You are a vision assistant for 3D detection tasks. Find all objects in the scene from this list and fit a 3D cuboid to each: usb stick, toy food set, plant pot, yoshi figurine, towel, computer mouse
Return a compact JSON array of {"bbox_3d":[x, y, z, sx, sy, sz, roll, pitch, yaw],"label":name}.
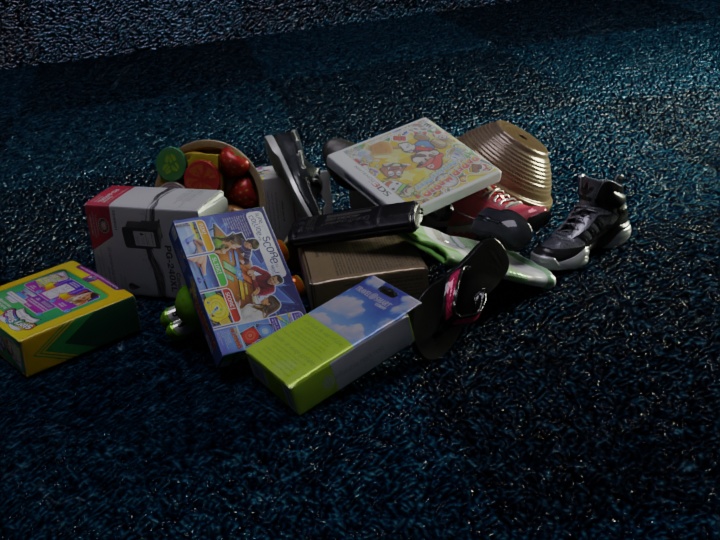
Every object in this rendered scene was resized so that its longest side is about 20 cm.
[{"bbox_3d":[-0.008,-0.063,1.424,0.197,0.033,0.056,-7,41,24],"label":"usb stick"},{"bbox_3d":[-0.240,-0.101,1.591,0.195,0.204,0.049,5,11,15],"label":"toy food set"},{"bbox_3d":[0.241,-0.179,1.669,0.199,0.093,0.201,27,22,-12],"label":"plant pot"},{"bbox_3d":[-0.173,0.033,1.384,0.198,0.113,0.112,-26,40,-23],"label":"yoshi figurine"},{"bbox_3d":[0.161,-0.024,1.427,0.198,0.031,0.149,13,12,-34],"label":"towel"},{"bbox_3d":[0.161,-0.082,1.485,0.198,0.034,0.059,24,77,30],"label":"computer mouse"}]

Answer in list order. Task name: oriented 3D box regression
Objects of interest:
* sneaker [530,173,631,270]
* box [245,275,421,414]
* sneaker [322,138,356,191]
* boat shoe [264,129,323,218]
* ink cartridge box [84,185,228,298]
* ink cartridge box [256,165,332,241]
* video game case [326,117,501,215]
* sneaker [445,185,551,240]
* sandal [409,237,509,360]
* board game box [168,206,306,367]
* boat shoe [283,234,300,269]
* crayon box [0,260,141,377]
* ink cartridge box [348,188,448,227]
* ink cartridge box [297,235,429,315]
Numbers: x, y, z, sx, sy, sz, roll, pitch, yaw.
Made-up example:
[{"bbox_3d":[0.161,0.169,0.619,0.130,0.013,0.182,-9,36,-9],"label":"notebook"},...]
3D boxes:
[{"bbox_3d":[0.322,-0.078,1.508,0.198,0.116,0.075,-22,28,-33],"label":"sneaker"},{"bbox_3d":[-0.029,0.086,1.260,0.198,0.048,0.122,-30,32,-22],"label":"box"},{"bbox_3d":[0.016,-0.154,1.606,0.199,0.091,0.076,38,75,22],"label":"sneaker"},{"bbox_3d":[-0.090,-0.146,1.583,0.060,0.076,0.202,-21,59,-10],"label":"boat shoe"},{"bbox_3d":[-0.296,-0.042,1.527,0.197,0.147,0.083,4,24,21],"label":"ink cartridge box"},{"bbox_3d":[-0.148,-0.106,1.677,0.197,0.117,0.068,-9,23,-9],"label":"ink cartridge box"},{"bbox_3d":[0.080,-0.153,1.532,0.198,0.023,0.182,-24,48,-30],"label":"video game case"},{"bbox_3d":[0.197,-0.093,1.543,0.073,0.088,0.199,-13,6,-40],"label":"sneaker"},{"bbox_3d":[0.130,0.030,1.296,0.200,0.075,0.045,-47,20,-26],"label":"sandal"},{"bbox_3d":[-0.155,0.017,1.333,0.134,0.035,0.202,-10,64,-29],"label":"board game box"},{"bbox_3d":[-0.025,-0.054,1.584,0.197,0.075,0.067,-6,29,-1],"label":"boat shoe"},{"bbox_3d":[-0.432,0.062,1.436,0.171,0.059,0.199,-24,29,-33],"label":"crayon box"},{"bbox_3d":[0.083,-0.132,1.721,0.196,0.085,0.145,-3,24,5],"label":"ink cartridge box"},{"bbox_3d":[0.000,0.000,1.454,0.162,0.076,0.200,-8,24,-6],"label":"ink cartridge box"}]
